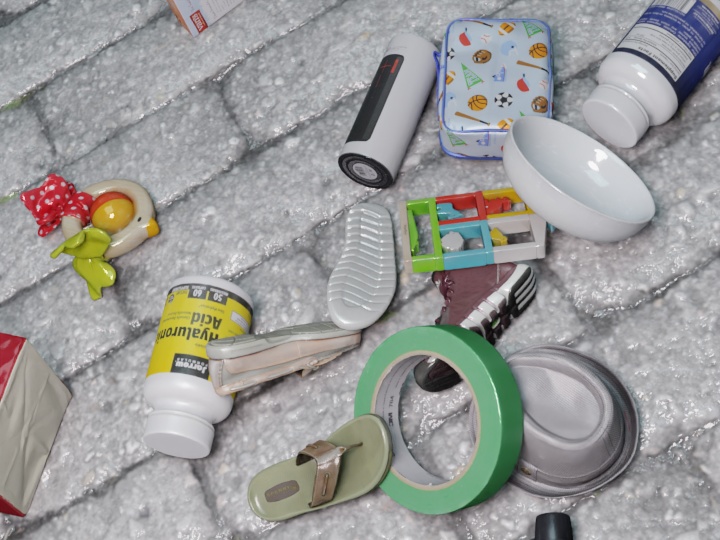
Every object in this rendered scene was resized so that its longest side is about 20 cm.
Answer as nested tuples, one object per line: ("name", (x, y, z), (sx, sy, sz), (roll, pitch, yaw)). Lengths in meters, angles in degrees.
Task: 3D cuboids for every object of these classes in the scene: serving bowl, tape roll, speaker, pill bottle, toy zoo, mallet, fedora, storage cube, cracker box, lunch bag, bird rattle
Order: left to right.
("storage cube", (-0.481, 0.175, 1.453), (0.177, 0.201, 0.173), (10, 63, 14))
("bird rattle", (-0.359, -0.063, 1.634), (0.161, 0.114, 0.200), (-24, 43, -12))
("pill bottle", (-0.199, 0.117, 1.448), (0.110, 0.112, 0.202), (1, 61, 17))
("cracker box", (-0.205, -0.459, 1.773), (0.199, 0.134, 0.058), (-39, 57, -8))
("speaker", (0.041, -0.212, 1.589), (0.080, 0.081, 0.202), (13, 65, 23))
("tape roll", (0.082, 0.161, 1.311), (0.198, 0.048, 0.204), (1, 91, 39))
("toy zoo", (0.147, -0.053, 1.460), (0.197, 0.021, 0.132), (-7, 37, 3))
("mallet", (0.133, 0.310, 1.284), (0.197, 0.041, 0.067), (-16, 59, 13))
("lunch bag", (0.172, -0.239, 1.559), (0.158, 0.076, 0.202), (0, 60, 8))
("fedora", (0.207, 0.150, 1.318), (0.177, 0.091, 0.200), (-44, 58, -11))
("serving bowl", (0.248, -0.098, 1.423), (0.201, 0.198, 0.066), (54, 128, 33))
("pill bottle", (0.366, -0.253, 1.496), (0.111, 0.111, 0.200), (32, 74, 30))

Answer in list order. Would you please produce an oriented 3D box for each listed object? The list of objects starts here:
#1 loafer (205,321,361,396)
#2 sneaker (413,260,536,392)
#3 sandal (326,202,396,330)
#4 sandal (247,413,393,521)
("loafer", (-0.089, 0.102, 1.425), (0.198, 0.064, 0.072), (-7, 9, -27))
("sneaker", (0.109, 0.051, 1.427), (0.200, 0.076, 0.115), (-42, 51, -21))
("sandal", (0.007, 0.001, 1.495), (0.081, 0.050, 0.204), (10, 50, 4))
("sandal", (-0.048, 0.228, 1.338), (0.200, 0.057, 0.081), (-31, 70, 19))
